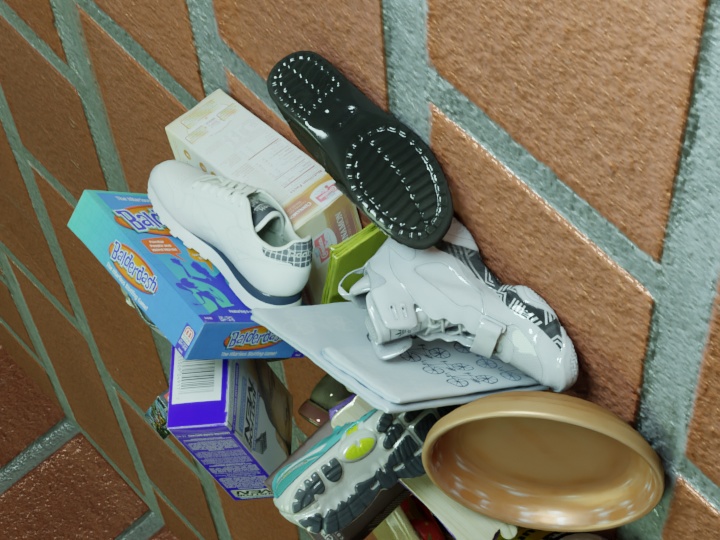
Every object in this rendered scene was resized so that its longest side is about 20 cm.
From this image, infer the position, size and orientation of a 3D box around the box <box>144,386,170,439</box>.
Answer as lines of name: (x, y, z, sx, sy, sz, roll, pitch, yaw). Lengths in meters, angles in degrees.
box: (-0.137, 0.099, 2.036, 0.038, 0.200, 0.137, 51, 163, 1)

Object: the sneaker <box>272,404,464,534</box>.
sneaker: (0.010, 0.143, 1.611, 0.080, 0.199, 0.078, 27, 145, 63)

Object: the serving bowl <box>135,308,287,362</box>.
serving bowl: (-0.126, 0.010, 1.906, 0.200, 0.199, 0.066, 38, 126, 35)

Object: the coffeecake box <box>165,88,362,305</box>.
coffeecake box: (-0.083, -0.056, 1.804, 0.200, 0.073, 0.154, 39, 157, 35)

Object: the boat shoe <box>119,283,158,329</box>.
boat shoe: (-0.200, 0.004, 1.798, 0.071, 0.063, 0.200, 20, -156, -23)

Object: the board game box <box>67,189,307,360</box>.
board game box: (-0.150, 0.003, 1.720, 0.152, 0.045, 0.200, 1, -145, -49)

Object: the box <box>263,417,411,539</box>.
box: (0.017, 0.166, 1.776, 0.100, 0.200, 0.075, 46, -173, 12)

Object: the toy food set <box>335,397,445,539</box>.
toy food set: (0.029, 0.232, 1.904, 0.200, 0.049, 0.198, 53, 169, 27)

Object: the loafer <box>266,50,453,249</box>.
loafer: (0.005, -0.095, 1.537, 0.200, 0.073, 0.071, 51, 173, 17)

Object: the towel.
towel: (0.000, 0.000, 1.690, 0.018, 0.086, 0.200, 49, 162, 14)

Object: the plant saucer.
plant saucer: (0.150, 0.154, 1.557, 0.199, 0.038, 0.201, 9, 147, 6)

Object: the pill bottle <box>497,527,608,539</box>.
pill bottle: (0.188, 0.294, 1.768, 0.112, 0.111, 0.200, 56, 161, -15)

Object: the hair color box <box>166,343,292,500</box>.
hair color box: (-0.121, 0.134, 1.804, 0.200, 0.064, 0.110, 62, -154, -61)

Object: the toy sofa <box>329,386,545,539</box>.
toy sofa: (0.070, 0.157, 1.686, 0.200, 0.098, 0.083, 42, -178, 4)

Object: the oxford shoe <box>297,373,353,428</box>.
oxford shoe: (-0.008, 0.147, 2.049, 0.070, 0.075, 0.200, 30, 177, 12)

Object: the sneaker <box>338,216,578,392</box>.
sneaker: (0.076, 0.045, 1.535, 0.200, 0.115, 0.075, 46, 158, 17)

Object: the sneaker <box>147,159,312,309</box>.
sneaker: (-0.113, -0.049, 1.694, 0.200, 0.076, 0.081, 40, 132, 28)

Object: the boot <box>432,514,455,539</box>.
boot: (0.135, 0.292, 1.968, 0.155, 0.074, 0.200, 56, 174, -11)

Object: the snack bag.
snack bag: (0.035, 0.063, 1.608, 0.200, 0.188, 0.022, 32, 118, 45)
